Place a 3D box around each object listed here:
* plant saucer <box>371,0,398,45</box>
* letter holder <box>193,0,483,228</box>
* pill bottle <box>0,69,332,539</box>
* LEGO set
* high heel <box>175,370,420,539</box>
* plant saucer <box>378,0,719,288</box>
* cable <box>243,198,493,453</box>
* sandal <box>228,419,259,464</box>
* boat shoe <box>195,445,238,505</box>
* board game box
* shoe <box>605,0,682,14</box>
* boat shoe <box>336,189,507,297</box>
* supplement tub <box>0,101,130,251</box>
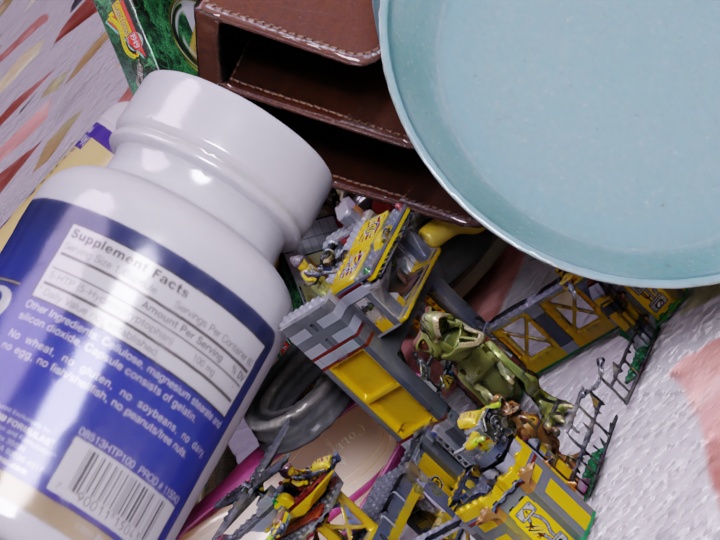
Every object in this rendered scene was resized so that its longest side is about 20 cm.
[{"bbox_3d":[0.059,-0.130,1.171,0.027,0.201,0.201,7,49,35],"label":"plant saucer"},{"bbox_3d":[0.032,-0.135,1.236,0.101,0.141,0.201,91,-160,-57],"label":"letter holder"},{"bbox_3d":[-0.096,0.027,1.166,0.201,0.119,0.120,-61,19,-15],"label":"pill bottle"},{"bbox_3d":[0.026,0.035,1.102,0.153,0.116,0.200,-28,25,50],"label":"LEGO set"},{"bbox_3d":[-0.043,0.117,1.185,0.200,0.067,0.096,-42,0,-35],"label":"high heel"},{"bbox_3d":[0.104,-0.081,1.090,0.200,0.199,0.036,-53,-8,-21],"label":"plant saucer"},{"bbox_3d":[0.000,0.000,1.238,0.097,0.051,0.200,4,36,44],"label":"cable"},{"bbox_3d":[-0.043,0.030,1.365,0.079,0.059,0.207,-47,44,27],"label":"sandal"},{"bbox_3d":[-0.090,0.121,1.300,0.073,0.063,0.201,-37,18,32],"label":"boat shoe"},{"bbox_3d":[-0.047,-0.038,1.282,0.023,0.201,0.105,-24,-3,32],"label":"board game box"},{"bbox_3d":[0.139,-0.088,1.155,0.199,0.070,0.053,-24,5,-5],"label":"shoe"},{"bbox_3d":[0.007,-0.022,1.385,0.075,0.068,0.200,-47,17,-10],"label":"boat shoe"},{"bbox_3d":[-0.136,0.031,1.491,0.200,0.145,0.145,-48,16,-5],"label":"supplement tub"}]
